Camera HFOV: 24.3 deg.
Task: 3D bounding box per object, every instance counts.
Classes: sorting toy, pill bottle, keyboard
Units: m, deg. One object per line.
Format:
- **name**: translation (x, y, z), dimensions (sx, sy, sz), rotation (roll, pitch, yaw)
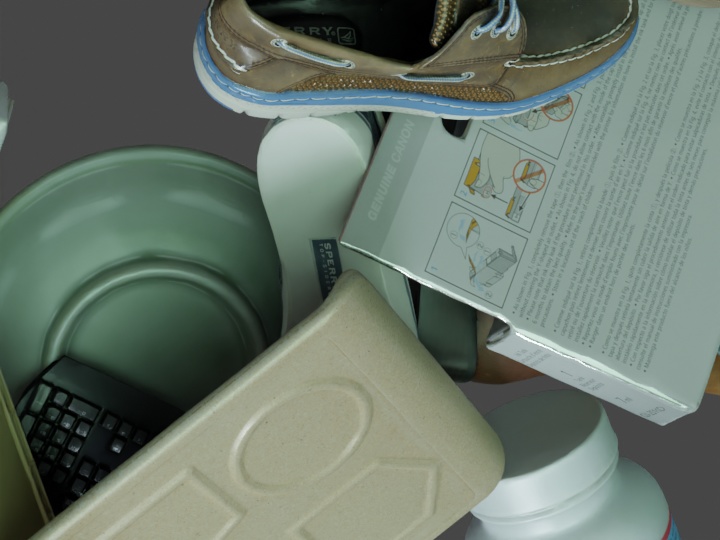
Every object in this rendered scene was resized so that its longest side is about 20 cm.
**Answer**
- **sorting toy**: translation (-0.042, 0.105, 0.733), dimensions (0.200, 0.036, 0.185), rotation (-42, 141, -1)
- **pill bottle**: translation (0.119, 0.167, 0.864), dimensions (0.108, 0.109, 0.201), rotation (-24, 110, -3)
- **keyboard**: translation (-0.090, 0.135, 0.795), dimensions (0.200, 0.021, 0.127), rotation (28, 91, -16)

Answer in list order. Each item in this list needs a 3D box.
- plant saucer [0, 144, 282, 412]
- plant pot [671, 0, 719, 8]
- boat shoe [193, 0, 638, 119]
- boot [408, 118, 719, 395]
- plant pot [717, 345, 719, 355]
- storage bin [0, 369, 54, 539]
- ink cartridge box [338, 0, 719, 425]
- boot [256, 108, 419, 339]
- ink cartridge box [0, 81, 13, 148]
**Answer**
- **plant saucer**: translation (-0.100, 0.042, 0.811), dimensions (0.199, 0.050, 0.201), rotation (-4, 108, -11)
- **plant pot**: translation (0.160, -0.186, 0.749), dimensions (0.200, 0.201, 0.093), rotation (13, 144, -15)
- **boat shoe**: translation (0.033, -0.104, 0.696), dimensions (0.199, 0.072, 0.073), rotation (-12, 78, -17)
- **boot**: translation (0.123, -0.030, 0.829), dimensions (0.199, 0.068, 0.189), rotation (2, 96, -18)
- **plant pot**: translation (0.269, -0.011, 0.787), dimensions (0.200, 0.200, 0.196), rotation (31, 96, -19)
- **storage bin**: translation (-0.186, 0.168, 0.669), dimensions (0.093, 0.200, 0.199), rotation (-9, 117, 9)
- **ink cartridge box**: translation (0.099, -0.056, 0.762), dimensions (0.176, 0.045, 0.201), rotation (25, 72, -6)
- **boot**: translation (0.000, 0.000, 0.793), dimensions (0.072, 0.090, 0.201), rotation (4, 118, 14)
- **ink cartridge box**: translation (-0.268, -0.041, 0.732), dimensions (0.199, 0.083, 0.146), rotation (18, 103, -17)
